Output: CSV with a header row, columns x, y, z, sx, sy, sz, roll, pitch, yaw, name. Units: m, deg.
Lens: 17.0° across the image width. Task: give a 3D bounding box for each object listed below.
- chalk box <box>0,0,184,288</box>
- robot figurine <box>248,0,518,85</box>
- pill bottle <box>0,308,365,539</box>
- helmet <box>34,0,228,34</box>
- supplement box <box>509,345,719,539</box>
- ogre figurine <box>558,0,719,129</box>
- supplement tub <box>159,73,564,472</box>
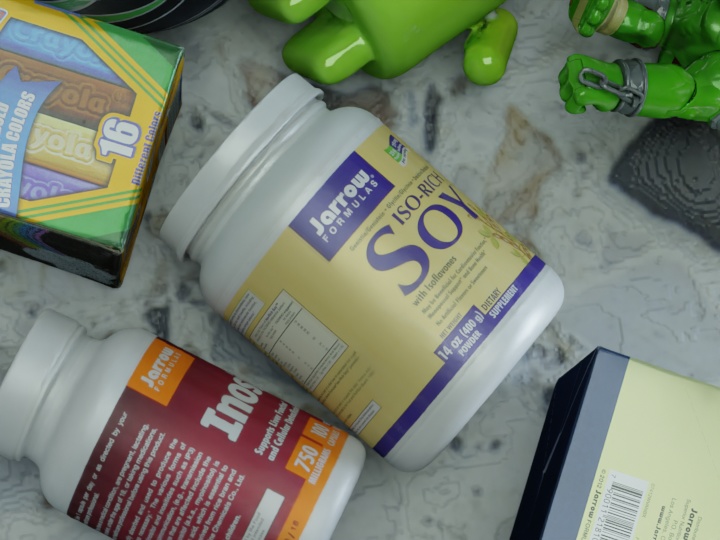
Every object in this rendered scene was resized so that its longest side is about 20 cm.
x,y,z,sx,sy,sz,roll,pitch,yaw,name
-0.211,-0.086,1.370,0.198,0.125,0.125,18,79,-3,chalk box
0.033,-0.192,1.413,0.199,0.116,0.176,-36,111,-11,robot figurine
-0.106,0.104,1.352,0.199,0.113,0.114,27,79,-1,pill bottle
-0.139,-0.229,1.368,0.199,0.191,0.201,17,46,-19,helmet
0.187,0.174,1.355,0.198,0.134,0.202,19,79,-2,supplement box
0.185,-0.159,1.433,0.119,0.201,0.098,22,123,-12,ogre figurine
0.000,0.000,1.363,0.200,0.145,0.146,40,79,2,supplement tub
